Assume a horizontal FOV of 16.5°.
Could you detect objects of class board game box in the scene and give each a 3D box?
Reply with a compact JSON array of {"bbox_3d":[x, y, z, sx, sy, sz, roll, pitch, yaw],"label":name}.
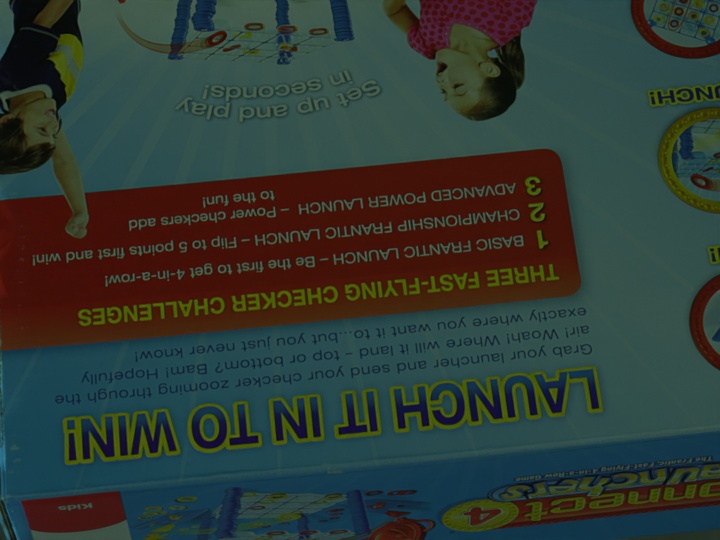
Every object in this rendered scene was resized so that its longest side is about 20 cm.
[{"bbox_3d":[0.013,-0.033,0.585,0.056,0.199,0.196,88,176,-61],"label":"board game box"}]

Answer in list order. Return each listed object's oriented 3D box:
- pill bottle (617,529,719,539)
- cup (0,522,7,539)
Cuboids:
[{"bbox_3d":[0.067,0.077,0.726,0.200,0.111,0.111,90,174,-85],"label":"pill bottle"},{"bbox_3d":[-0.068,0.072,0.656,0.200,0.143,0.201,-6,-90,-80],"label":"cup"}]
